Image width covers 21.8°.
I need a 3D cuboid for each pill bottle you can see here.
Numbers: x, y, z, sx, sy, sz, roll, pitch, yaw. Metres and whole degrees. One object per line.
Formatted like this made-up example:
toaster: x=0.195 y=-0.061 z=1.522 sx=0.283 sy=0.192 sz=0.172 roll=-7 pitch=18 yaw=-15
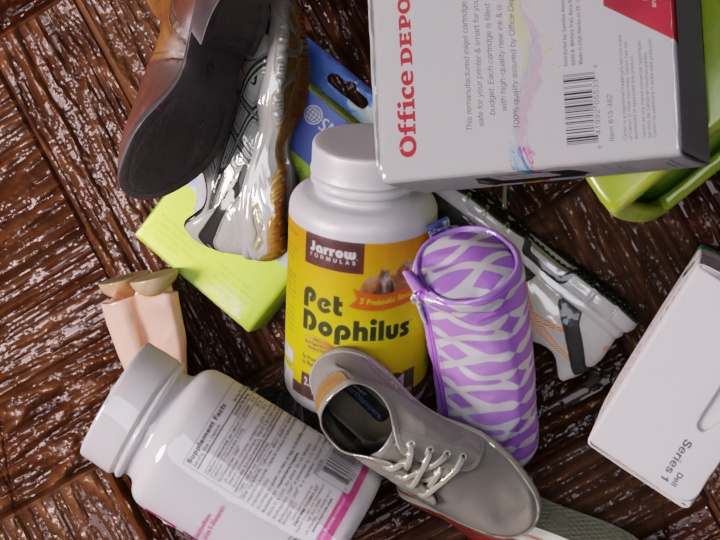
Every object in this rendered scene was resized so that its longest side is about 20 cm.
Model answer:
pill bottle: x=0.000 y=0.000 z=1.366 sx=0.108 sy=0.109 sz=0.202 roll=7 pitch=115 yaw=11
pill bottle: x=-0.095 y=0.144 z=1.359 sx=0.199 sy=0.113 sz=0.114 roll=31 pitch=99 yaw=1

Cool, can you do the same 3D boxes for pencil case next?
pencil case: x=0.083 y=0.062 z=1.347 sx=0.085 sy=0.084 sz=0.201 roll=-27 pitch=132 yaw=-17

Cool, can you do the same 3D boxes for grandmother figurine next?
grandmother figurine: x=-0.154 y=0.102 z=1.448 sx=0.121 sy=0.060 sz=0.202 roll=-1 pitch=104 yaw=54

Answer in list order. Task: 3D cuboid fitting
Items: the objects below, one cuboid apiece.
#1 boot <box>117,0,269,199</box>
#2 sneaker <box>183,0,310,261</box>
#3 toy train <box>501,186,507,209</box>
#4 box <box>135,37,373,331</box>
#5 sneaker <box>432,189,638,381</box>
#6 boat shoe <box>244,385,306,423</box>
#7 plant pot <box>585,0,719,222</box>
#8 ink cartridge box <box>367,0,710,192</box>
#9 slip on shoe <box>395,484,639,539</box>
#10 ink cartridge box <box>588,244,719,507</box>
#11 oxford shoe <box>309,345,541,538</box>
boot: x=-0.144 y=-0.173 z=1.377 sx=0.068 sy=0.200 sz=0.190 roll=10 pitch=118 yaw=-26
sneaker: x=-0.089 y=-0.110 z=1.374 sx=0.087 sy=0.076 sz=0.202 roll=7 pitch=92 yaw=15
toy train: x=0.060 y=-0.151 z=1.390 sx=0.115 sy=0.085 sz=0.202 roll=6 pitch=95 yaw=21
box: x=-0.065 y=-0.068 z=1.434 sx=0.122 sy=0.048 sz=0.201 roll=39 pitch=101 yaw=6
sneaker: x=0.107 y=0.003 z=1.392 sx=0.200 sy=0.074 sz=0.080 roll=39 pitch=105 yaw=8
boat shoe: x=-0.068 y=0.190 z=1.439 sx=0.070 sy=0.072 sz=0.202 roll=-2 pitch=92 yaw=16
plant pot: x=0.210 y=-0.165 z=1.300 sx=0.199 sy=0.200 sz=0.182 roll=-39 pitch=80 yaw=13
ink cartridge box: x=0.113 y=-0.132 z=1.191 sx=0.198 sy=0.083 sz=0.147 roll=-4 pitch=86 yaw=23
slip on shoe: x=0.115 y=0.200 z=1.408 sx=0.198 sy=0.074 sz=0.062 roll=23 pitch=115 yaw=10
ink cartridge box: x=0.234 y=0.068 z=1.306 sx=0.084 sy=0.200 sz=0.146 roll=32 pitch=99 yaw=7
oxford shoe: x=0.043 y=0.132 z=1.328 sx=0.199 sy=0.058 sz=0.075 roll=38 pitch=113 yaw=-10
